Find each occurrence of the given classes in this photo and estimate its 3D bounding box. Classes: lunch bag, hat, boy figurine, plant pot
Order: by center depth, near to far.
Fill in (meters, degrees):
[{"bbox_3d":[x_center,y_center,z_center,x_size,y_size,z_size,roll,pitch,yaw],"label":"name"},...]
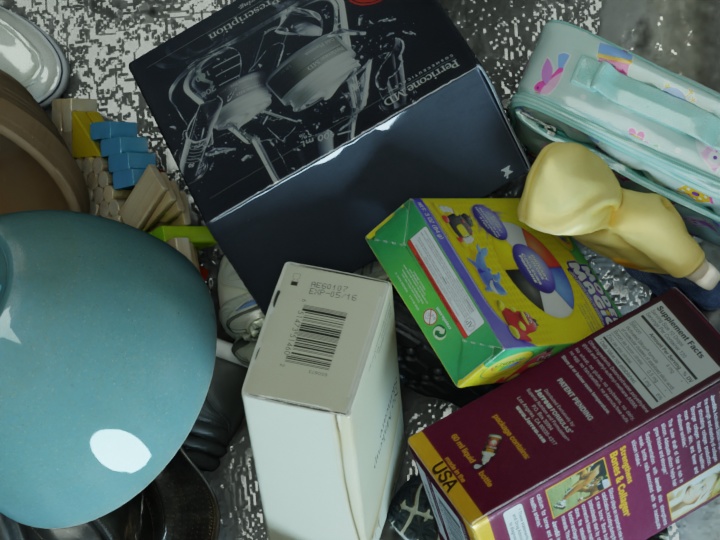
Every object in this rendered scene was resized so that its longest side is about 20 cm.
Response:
[{"bbox_3d":[-0.209,0.042,1.588,0.200,0.135,0.201,-17,56,28],"label":"plant pot"},{"bbox_3d":[0.173,-0.018,1.633,0.124,0.200,0.065,26,85,42],"label":"boy figurine"},{"bbox_3d":[0.187,-0.085,1.662,0.199,0.160,0.077,24,86,6],"label":"lunch bag"},{"bbox_3d":[-0.196,0.159,1.678,0.200,0.081,0.201,9,111,23],"label":"hat"},{"bbox_3d":[-0.271,-0.077,1.711,0.200,0.201,0.093,8,51,6],"label":"plant pot"}]

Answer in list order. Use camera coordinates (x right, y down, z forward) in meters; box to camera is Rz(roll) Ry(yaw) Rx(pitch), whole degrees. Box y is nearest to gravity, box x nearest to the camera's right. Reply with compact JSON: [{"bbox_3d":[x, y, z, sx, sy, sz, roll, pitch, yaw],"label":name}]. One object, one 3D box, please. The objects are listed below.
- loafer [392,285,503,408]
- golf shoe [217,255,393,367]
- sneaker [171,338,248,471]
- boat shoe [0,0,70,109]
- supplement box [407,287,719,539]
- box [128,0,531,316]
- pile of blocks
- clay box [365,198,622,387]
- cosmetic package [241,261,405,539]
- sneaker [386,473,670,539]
[{"bbox_3d":[0.074,0.053,1.680,0.200,0.068,0.071,29,62,-22],"label":"loafer"},{"bbox_3d":[0.000,0.000,1.714,0.199,0.078,0.097,-8,46,-14],"label":"golf shoe"},{"bbox_3d":[-0.169,0.078,1.720,0.199,0.071,0.100,15,80,3],"label":"sneaker"},{"bbox_3d":[-0.295,-0.172,1.752,0.202,0.086,0.075,29,87,8],"label":"boat shoe"},{"bbox_3d":[0.142,0.114,1.600,0.200,0.111,0.086,-29,48,-10],"label":"supplement box"},{"bbox_3d":[-0.022,-0.101,1.669,0.200,0.104,0.182,-31,45,1],"label":"box"},{"bbox_3d":[-0.138,-0.047,1.712,0.082,0.062,0.200,-51,55,35],"label":"pile of blocks"},{"bbox_3d":[0.098,0.011,1.634,0.048,0.200,0.115,-41,71,28],"label":"clay box"},{"bbox_3d":[-0.021,0.095,1.628,0.073,0.200,0.104,11,59,12],"label":"cosmetic package"},{"bbox_3d":[0.109,0.188,1.682,0.199,0.086,0.078,13,52,27],"label":"sneaker"}]
